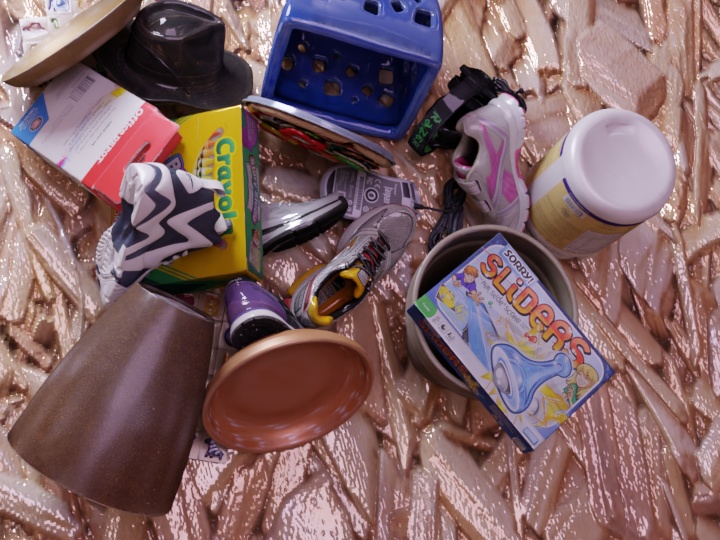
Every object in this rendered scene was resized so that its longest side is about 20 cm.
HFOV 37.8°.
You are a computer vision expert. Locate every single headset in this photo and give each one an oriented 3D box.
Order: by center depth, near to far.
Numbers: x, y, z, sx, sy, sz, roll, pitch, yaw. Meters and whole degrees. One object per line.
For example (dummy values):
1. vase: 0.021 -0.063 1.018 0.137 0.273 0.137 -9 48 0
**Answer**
1. headset: 0.143 -0.205 1.366 0.094 0.124 0.200 45 46 5

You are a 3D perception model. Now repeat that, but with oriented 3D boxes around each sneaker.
1. sneaker: -0.208 -0.032 1.147 0.129 0.200 0.080 1 40 -31
2. sneaker: -0.087 0.070 1.207 0.075 0.200 0.088 -30 51 7
3. sneaker: -0.122 -0.078 1.268 0.200 0.076 0.116 -23 79 -5
4. sneaker: 0.000 0.000 1.269 0.200 0.082 0.078 -47 112 -13
5. sneaker: 0.157 -0.120 1.331 0.088 0.081 0.201 -14 112 -17

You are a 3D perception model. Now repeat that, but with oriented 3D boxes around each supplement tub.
1. supplement tub: 0.288 -0.101 1.325 0.144 0.200 0.146 4 73 -13

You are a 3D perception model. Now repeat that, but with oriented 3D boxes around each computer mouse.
1. computer mouse: 0.039 -0.087 1.343 0.199 0.044 0.110 13 77 -16

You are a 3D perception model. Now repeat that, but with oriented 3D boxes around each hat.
1. hat: -0.217 -0.276 1.267 0.199 0.081 0.201 15 37 -12

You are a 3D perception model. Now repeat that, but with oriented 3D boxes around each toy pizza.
1. toy pizza: -0.052 -0.157 1.265 0.199 0.200 0.032 22 90 -7

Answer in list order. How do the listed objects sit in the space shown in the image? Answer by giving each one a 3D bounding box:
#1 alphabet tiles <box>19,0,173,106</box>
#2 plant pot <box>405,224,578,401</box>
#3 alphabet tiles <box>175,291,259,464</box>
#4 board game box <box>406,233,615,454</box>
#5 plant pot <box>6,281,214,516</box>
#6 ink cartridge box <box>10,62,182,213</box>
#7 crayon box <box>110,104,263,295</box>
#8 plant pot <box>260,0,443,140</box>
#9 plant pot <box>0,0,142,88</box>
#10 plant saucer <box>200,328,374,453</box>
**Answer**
1. alphabet tiles: -0.321 -0.279 1.326 0.199 0.008 0.168 -8 77 -16
2. plant pot: 0.133 0.066 1.250 0.199 0.174 0.201 4 74 -13
3. alphabet tiles: -0.191 0.121 1.241 0.165 0.006 0.201 12 72 -10
4. board game box: 0.164 0.078 1.144 0.135 0.034 0.200 -39 86 -21
5. plant pot: -0.237 0.122 1.102 0.186 0.187 0.201 28 89 -5
6. ink cartridge box: -0.290 -0.147 1.204 0.200 0.067 0.116 33 81 29
7. crayon box: -0.203 -0.077 1.226 0.171 0.058 0.201 -9 73 18
8. plant pot: -0.004 -0.303 1.317 0.199 0.200 0.181 14 65 -9
9. plant pot: -0.330 -0.271 1.228 0.200 0.200 0.028 -46 117 -21
10. plant saucer: -0.083 0.131 1.177 0.199 0.201 0.038 -9 48 -17
